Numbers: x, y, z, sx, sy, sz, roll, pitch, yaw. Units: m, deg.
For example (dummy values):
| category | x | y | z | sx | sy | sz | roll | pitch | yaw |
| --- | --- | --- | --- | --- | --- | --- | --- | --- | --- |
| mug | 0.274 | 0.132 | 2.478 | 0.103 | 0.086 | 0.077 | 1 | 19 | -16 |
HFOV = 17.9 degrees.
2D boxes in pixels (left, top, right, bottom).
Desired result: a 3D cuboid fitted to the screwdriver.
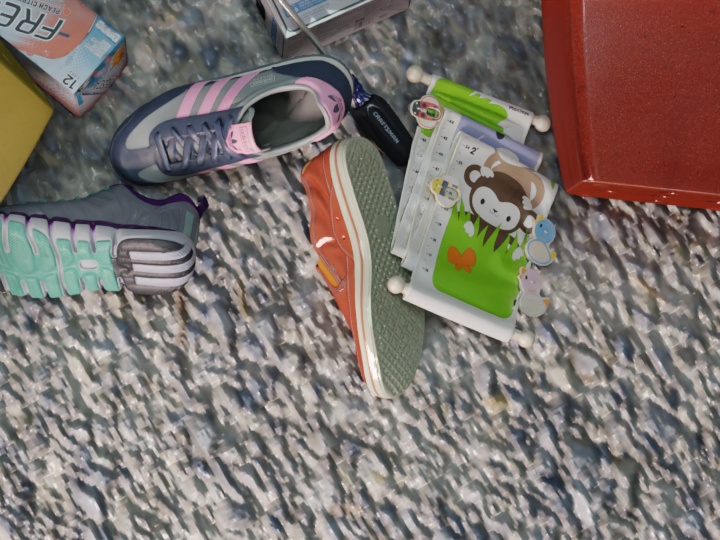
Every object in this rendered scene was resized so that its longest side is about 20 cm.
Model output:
| category | x | y | z | sx | sy | sz | roll | pitch | yaw |
| --- | --- | --- | --- | --- | --- | --- | --- | --- | --- |
| screwdriver | -0.018 | -0.161 | 1.747 | 0.029 | 0.028 | 0.200 | -26 | 112 | 25 |

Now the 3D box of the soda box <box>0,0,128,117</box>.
| category | x | y | z | sx | sy | sz | roll | pitch | yaw |
| --- | --- | --- | --- | --- | --- | --- | --- | --- | --- |
| soda box | -0.274 | -0.208 | 1.767 | 0.200 | 0.068 | 0.064 | 38 | 78 | 5 |

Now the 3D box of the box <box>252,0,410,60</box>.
| category | x | y | z | sx | sy | sz | roll | pitch | yaw |
| --- | --- | --- | --- | --- | --- | --- | --- | --- | --- |
| box | -0.052 | -0.280 | 1.799 | 0.116 | 0.060 | 0.200 | -23 | 79 | -7 |

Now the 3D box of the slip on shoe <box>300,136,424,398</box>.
| category | x | y | z | sx | sy | sz | roll | pitch | yaw |
| --- | --- | --- | --- | --- | --- | --- | --- | --- | --- |
| slip on shoe | 0.000 | 0.000 | 1.739 | 0.061 | 0.074 | 0.201 | -16 | 86 | 39 |

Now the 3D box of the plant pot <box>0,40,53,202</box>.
| category | x | y | z | sx | sy | sz | roll | pitch | yaw |
| --- | --- | --- | --- | --- | --- | --- | --- | --- | --- |
| plant pot | -0.344 | -0.127 | 1.646 | 0.176 | 0.200 | 0.200 | -41 | 68 | 0 |

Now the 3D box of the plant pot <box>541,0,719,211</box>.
| category | x | y | z | sx | sy | sz | roll | pitch | yaw |
| --- | --- | --- | --- | --- | --- | --- | --- | --- | --- |
| plant pot | 0.235 | -0.141 | 1.718 | 0.199 | 0.200 | 0.177 | 6 | 87 | -1 |

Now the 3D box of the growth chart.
| category | x | y | z | sx | sy | sz | roll | pitch | yaw |
| --- | --- | --- | --- | --- | --- | --- | --- | --- | --- |
| growth chart | 0.090 | -0.048 | 1.753 | 0.144 | 0.018 | 0.201 | 14 | 71 | -19 |

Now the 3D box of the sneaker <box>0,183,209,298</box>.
| category | x | y | z | sx | sy | sz | roll | pitch | yaw |
| --- | --- | --- | --- | --- | --- | --- | --- | --- | --- |
| sneaker | -0.217 | -0.029 | 1.743 | 0.199 | 0.075 | 0.088 | 6 | 41 | 8 |

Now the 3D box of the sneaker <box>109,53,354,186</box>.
| category | x | y | z | sx | sy | sz | roll | pitch | yaw |
| --- | --- | --- | --- | --- | --- | --- | --- | --- | --- |
| sneaker | -0.103 | -0.108 | 1.722 | 0.199 | 0.082 | 0.070 | -21 | 110 | 11 |
